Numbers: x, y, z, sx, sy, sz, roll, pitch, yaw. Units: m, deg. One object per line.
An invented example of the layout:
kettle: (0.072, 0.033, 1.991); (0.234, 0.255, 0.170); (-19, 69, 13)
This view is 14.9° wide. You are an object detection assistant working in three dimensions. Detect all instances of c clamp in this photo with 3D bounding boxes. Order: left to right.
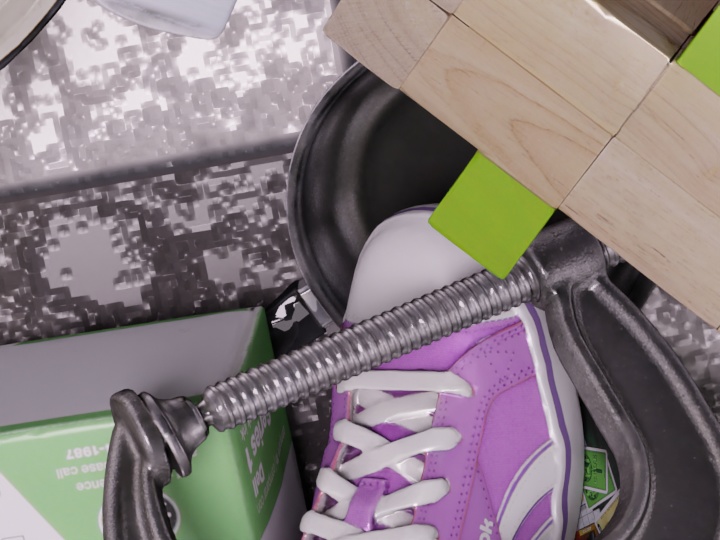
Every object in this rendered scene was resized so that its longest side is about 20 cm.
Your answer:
c clamp: (0.013, 0.040, 0.744); (0.200, 0.027, 0.171); (-28, 74, -20)

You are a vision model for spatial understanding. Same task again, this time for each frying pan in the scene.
frying pan: (0.015, 0.008, 0.837); (0.115, 0.031, 0.190); (33, 112, -6)

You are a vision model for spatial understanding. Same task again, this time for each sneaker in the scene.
sneaker: (0.007, 0.079, 0.765); (0.073, 0.114, 0.201); (-4, 86, 32)

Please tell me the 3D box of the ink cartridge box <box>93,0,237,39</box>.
ink cartridge box: (-0.047, -0.182, 0.722); (0.047, 0.160, 0.200); (15, 108, -38)

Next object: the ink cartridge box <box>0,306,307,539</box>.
ink cartridge box: (-0.083, 0.125, 0.831); (0.146, 0.084, 0.200); (-9, 108, 8)

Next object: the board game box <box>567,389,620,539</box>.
board game box: (0.080, 0.119, 0.775); (0.023, 0.200, 0.105); (8, 125, -28)

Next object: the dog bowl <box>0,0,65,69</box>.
dog bowl: (-0.156, -0.125, 0.656); (0.200, 0.074, 0.200); (-3, 100, -17)

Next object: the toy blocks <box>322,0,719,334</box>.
toy blocks: (0.083, -0.056, 0.740); (0.200, 0.137, 0.100); (38, 117, 3)
